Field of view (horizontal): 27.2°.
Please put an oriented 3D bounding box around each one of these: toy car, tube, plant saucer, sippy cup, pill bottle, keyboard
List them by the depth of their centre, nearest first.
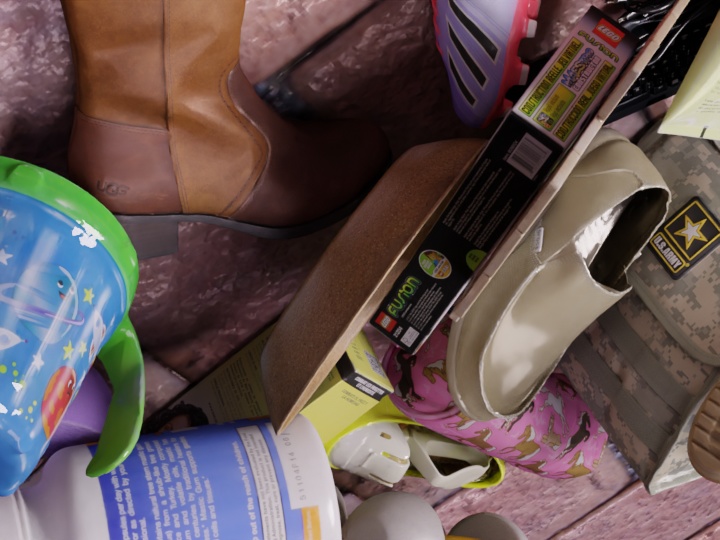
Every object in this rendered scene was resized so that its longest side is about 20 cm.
[{"bbox_3d":[-0.190,0.035,0.730,0.177,0.131,0.140,16,139,-4],"label":"sippy cup"},{"bbox_3d":[0.000,0.000,0.821,0.201,0.035,0.200,-54,177,-3],"label":"plant saucer"},{"bbox_3d":[0.236,-0.161,0.841,0.058,0.052,0.201,23,117,1],"label":"tube"},{"bbox_3d":[-0.120,0.149,0.850,0.199,0.112,0.112,-7,138,-19],"label":"pill bottle"},{"bbox_3d":[0.180,-0.125,0.883,0.199,0.040,0.104,-25,143,-4],"label":"keyboard"},{"bbox_3d":[0.018,0.236,1.074,0.175,0.199,0.151,21,77,-47],"label":"toy car"}]

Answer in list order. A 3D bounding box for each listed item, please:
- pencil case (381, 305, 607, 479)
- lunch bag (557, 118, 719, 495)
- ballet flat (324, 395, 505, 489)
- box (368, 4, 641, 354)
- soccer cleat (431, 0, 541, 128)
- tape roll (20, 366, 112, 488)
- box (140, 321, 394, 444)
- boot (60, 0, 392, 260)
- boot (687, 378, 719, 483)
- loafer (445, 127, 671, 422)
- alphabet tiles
[{"bbox_3d":[0.099,0.089,1.037,0.082,0.087,0.200,-6,157,36],"label":"pencil case"},{"bbox_3d":[0.215,0.016,0.963,0.117,0.164,0.201,-9,138,-30],"label":"lunch bag"},{"bbox_3d":[0.030,0.123,1.055,0.199,0.067,0.067,13,126,-40],"label":"ballet flat"},{"bbox_3d":[0.077,-0.046,0.834,0.110,0.035,0.200,-52,176,-41],"label":"box"},{"bbox_3d":[0.060,-0.156,0.770,0.076,0.067,0.201,12,143,3],"label":"soccer cleat"},{"bbox_3d":[-0.239,0.131,0.904,0.199,0.066,0.201,-16,142,-13],"label":"tape roll"},{"bbox_3d":[-0.078,0.104,0.962,0.200,0.075,0.050,-39,141,12],"label":"box"},{"bbox_3d":[-0.064,-0.112,0.755,0.187,0.069,0.201,-9,129,-16],"label":"boot"},{"bbox_3d":[0.279,0.096,0.901,0.199,0.072,0.167,-34,146,-14],"label":"boot"},{"bbox_3d":[0.122,0.007,0.910,0.075,0.068,0.201,26,93,-40],"label":"loafer"},{"bbox_3d":[0.110,-0.060,0.779,0.200,0.008,0.167,-51,176,-48],"label":"alphabet tiles"}]
